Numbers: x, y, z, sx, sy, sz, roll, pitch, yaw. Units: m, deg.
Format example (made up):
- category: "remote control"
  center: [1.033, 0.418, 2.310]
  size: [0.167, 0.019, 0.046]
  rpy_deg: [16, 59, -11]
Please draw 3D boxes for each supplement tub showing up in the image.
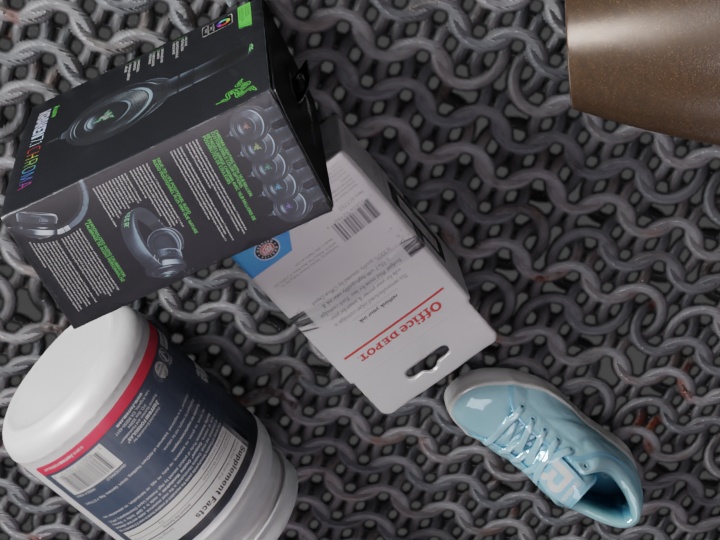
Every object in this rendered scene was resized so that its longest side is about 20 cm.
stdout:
- category: "supplement tub"
  center: [-0.157, 0.136, 1.001]
  size: [0.140, 0.141, 0.200]
  rpy_deg: [-38, 117, 14]

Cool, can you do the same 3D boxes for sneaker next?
- category: "sneaker"
  center: [0.158, 0.148, 1.076]
  size: [0.199, 0.082, 0.074]
  rpy_deg: [27, 112, -19]

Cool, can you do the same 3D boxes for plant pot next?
- category: "plant pot"
  center: [0.238, -0.160, 0.875]
  size: [0.198, 0.187, 0.188]
  rpy_deg: [-2, 121, 12]

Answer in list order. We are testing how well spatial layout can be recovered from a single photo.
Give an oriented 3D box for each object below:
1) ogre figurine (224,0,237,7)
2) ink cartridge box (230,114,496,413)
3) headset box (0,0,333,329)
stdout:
- category: "ogre figurine"
  center: [-0.120, -0.246, 0.824]
  size: [0.199, 0.098, 0.121]
  rpy_deg: [18, 98, -32]
- category: "ink cartridge box"
  center: [0.000, 0.000, 0.984]
  size: [0.116, 0.068, 0.200]
  rpy_deg: [-35, 117, 13]
- category: "headset box"
  center: [-0.117, -0.079, 0.866]
  size: [0.198, 0.175, 0.093]
  rpy_deg: [-23, 120, 8]
